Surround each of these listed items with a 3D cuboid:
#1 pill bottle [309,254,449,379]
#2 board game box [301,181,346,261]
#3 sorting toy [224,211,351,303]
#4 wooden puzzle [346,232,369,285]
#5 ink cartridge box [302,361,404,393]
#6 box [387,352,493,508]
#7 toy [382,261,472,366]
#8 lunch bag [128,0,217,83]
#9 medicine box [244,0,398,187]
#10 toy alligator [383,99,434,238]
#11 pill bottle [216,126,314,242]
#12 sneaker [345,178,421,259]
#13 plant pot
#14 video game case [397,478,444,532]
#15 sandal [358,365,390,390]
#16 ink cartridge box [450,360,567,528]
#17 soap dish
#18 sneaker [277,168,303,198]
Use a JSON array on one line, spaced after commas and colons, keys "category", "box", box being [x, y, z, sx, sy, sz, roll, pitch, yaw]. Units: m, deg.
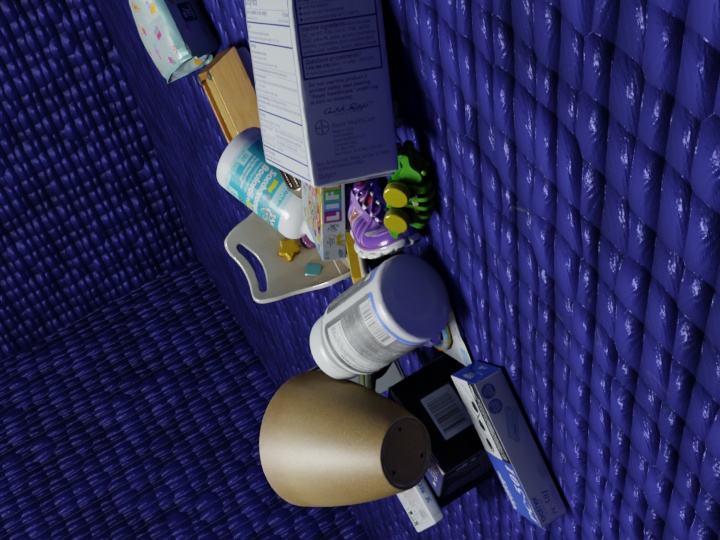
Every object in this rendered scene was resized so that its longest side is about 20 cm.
[{"category": "pill bottle", "box": [0.019, 0.068, 1.358, 0.200, 0.113, 0.115, -36, 81, 51]}, {"category": "board game box", "box": [-0.052, -0.134, 1.385, 0.135, 0.034, 0.203, -117, 22, -57]}, {"category": "sorting toy", "box": [-0.121, -0.038, 1.704, 0.202, 0.178, 0.107, 60, 167, 9]}, {"category": "wooden puzzle", "box": [0.000, 0.000, 1.523, 0.186, 0.037, 0.202, 79, 176, -51]}, {"category": "ink cartridge box", "box": [-0.021, 0.191, 1.853, 0.084, 0.144, 0.200, 63, 167, -1]}, {"category": "box", "box": [0.117, 0.236, 1.494, 0.149, 0.103, 0.201, 56, 165, 25]}, {"category": "toy", "box": [0.078, 0.068, 1.430, 0.200, 0.047, 0.117, 38, 153, 63]}, {"category": "lunch bag", "box": [-0.342, -0.446, 1.888, 0.173, 0.120, 0.200, 64, 173, -7]}, {"category": "medicine box", "box": [-0.046, -0.209, 1.128, 0.182, 0.101, 0.204, -146, 47, -64]}, {"category": "toy alligator", "box": [0.058, -0.105, 1.165, 0.053, 0.060, 0.202, 11, 140, 11]}, {"category": "pill bottle", "box": [-0.120, -0.126, 1.617, 0.199, 0.111, 0.111, 37, 160, 15]}, {"category": "sneaker", "box": [0.011, -0.077, 1.340, 0.200, 0.080, 0.085, 43, 152, 57]}, {"category": "plant pot", "box": [-0.005, 0.233, 1.393, 0.198, 0.186, 0.189, -3, 117, 48]}, {"category": "video game case", "box": [0.061, 0.303, 1.569, 0.184, 0.022, 0.200, 60, 168, 13]}, {"category": "sandal", "box": [0.029, 0.130, 1.601, 0.080, 0.056, 0.204, 74, -165, -51]}, {"category": "ink cartridge box", "box": [0.186, 0.217, 1.311, 0.203, 0.044, 0.094, 64, 169, -7]}, {"category": "soap dish", "box": [-0.201, -0.273, 1.765, 0.203, 0.080, 0.157, 67, 167, -14]}, {"category": "sneaker", "box": [-0.089, -0.169, 1.558, 0.075, 0.070, 0.202, 28, -150, -38]}]
